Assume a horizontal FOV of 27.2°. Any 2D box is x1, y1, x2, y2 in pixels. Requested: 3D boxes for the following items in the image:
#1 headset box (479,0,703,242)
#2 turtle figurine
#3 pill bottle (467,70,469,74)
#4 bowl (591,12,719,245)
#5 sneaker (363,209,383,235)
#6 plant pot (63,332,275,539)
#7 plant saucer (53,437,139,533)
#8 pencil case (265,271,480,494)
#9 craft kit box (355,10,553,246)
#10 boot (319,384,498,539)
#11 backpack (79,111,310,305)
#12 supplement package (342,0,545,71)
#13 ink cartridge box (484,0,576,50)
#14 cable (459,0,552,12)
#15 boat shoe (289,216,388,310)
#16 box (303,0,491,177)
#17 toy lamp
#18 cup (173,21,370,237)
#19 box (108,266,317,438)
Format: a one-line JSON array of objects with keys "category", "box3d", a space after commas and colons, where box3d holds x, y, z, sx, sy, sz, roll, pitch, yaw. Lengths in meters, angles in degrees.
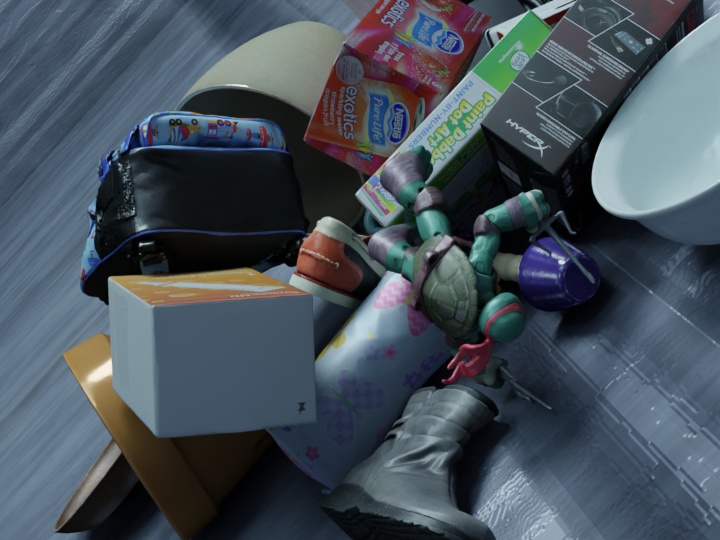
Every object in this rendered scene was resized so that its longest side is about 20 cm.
[{"category": "headset box", "box3d": [0.188, -0.141, 1.140, 0.200, 0.077, 0.149, -50, -22, -6]}, {"category": "turtle figurine", "box3d": [0.080, 0.003, 1.069, 0.200, 0.100, 0.151, 45, 119, 41]}, {"category": "pill bottle", "box3d": [0.023, -0.142, 1.522, 0.199, 0.112, 0.113, -34, 25, 32]}, {"category": "bowl", "box3d": [0.258, -0.086, 0.994, 0.201, 0.090, 0.202, -40, 23, 20]}, {"category": "sneaker", "box3d": [0.079, -0.093, 1.348, 0.200, 0.074, 0.082, -50, -16, 21]}, {"category": "plant pot", "box3d": [-0.157, 0.120, 1.342, 0.139, 0.201, 0.200, -34, 19, -10]}, {"category": "plant saucer", "box3d": [-0.241, 0.193, 1.526, 0.201, 0.037, 0.201, -52, 9, 11]}, {"category": "pencil case", "box3d": [0.013, 0.081, 1.194, 0.200, 0.091, 0.083, -50, 8, -4]}, {"category": "craft kit box", "box3d": [0.104, -0.102, 1.234, 0.200, 0.049, 0.197, -46, -16, 6]}, {"category": "boot", "box3d": [0.056, 0.137, 1.047, 0.132, 0.070, 0.199, -50, 25, -18]}, {"category": "backpack", "box3d": [-0.163, -0.042, 1.339, 0.200, 0.181, 0.136, -34, 62, 55]}, {"category": "supplement package", "box3d": [0.105, -0.326, 1.563, 0.199, 0.191, 0.148, -30, 27, 37]}, {"category": "ink cartridge box", "box3d": [0.194, -0.215, 1.271, 0.161, 0.051, 0.200, -24, 11, 4]}, {"category": "cable", "box3d": [0.115, -0.212, 1.420, 0.051, 0.161, 0.202, 94, -165, -69]}, {"category": "boat shoe", "box3d": [0.000, 0.000, 1.261, 0.200, 0.071, 0.063, 20, -90, -68]}, {"category": "box", "box3d": [0.035, -0.168, 1.283, 0.100, 0.095, 0.200, -64, -3, 32]}, {"category": "toy lamp", "box3d": [0.122, 0.000, 1.166, 0.058, 0.058, 0.200, -53, 19, -12]}, {"category": "cup", "box3d": [-0.060, -0.151, 1.413, 0.199, 0.200, 0.144, -21, 34, 49]}, {"category": "box", "box3d": [-0.120, 0.058, 1.160, 0.200, 0.123, 0.099, -162, 70, -70]}]
